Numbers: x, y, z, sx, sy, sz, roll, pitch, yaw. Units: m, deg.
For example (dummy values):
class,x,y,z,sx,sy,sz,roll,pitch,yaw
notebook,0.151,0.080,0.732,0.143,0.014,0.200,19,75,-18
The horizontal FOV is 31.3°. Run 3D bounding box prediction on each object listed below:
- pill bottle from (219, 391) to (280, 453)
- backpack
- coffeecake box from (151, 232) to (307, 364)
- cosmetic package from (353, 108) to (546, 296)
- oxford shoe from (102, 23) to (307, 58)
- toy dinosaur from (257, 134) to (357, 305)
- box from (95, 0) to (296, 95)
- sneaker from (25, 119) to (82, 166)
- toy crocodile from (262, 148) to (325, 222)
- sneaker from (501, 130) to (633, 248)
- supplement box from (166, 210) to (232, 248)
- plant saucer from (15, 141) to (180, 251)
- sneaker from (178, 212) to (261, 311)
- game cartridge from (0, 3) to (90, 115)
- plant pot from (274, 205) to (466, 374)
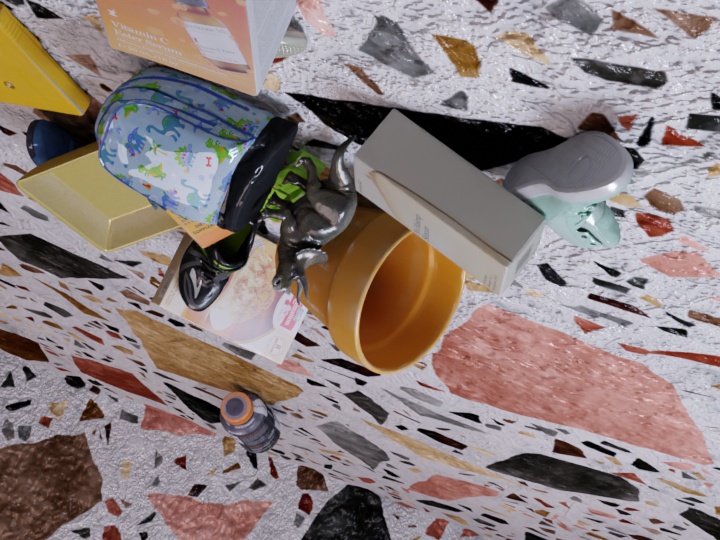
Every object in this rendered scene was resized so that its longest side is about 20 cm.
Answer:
class,x,y,z,sx,sy,sz,roll,pitch,yaw
pill bottle,-0.254,0.338,2.905,0.106,0.106,0.200,15,160,18
backpack,-0.199,-0.143,1.451,0.200,0.154,0.163,39,129,7
coffeecake box,-0.174,0.023,1.850,0.200,0.154,0.073,27,175,-19
cosmetic package,0.092,-0.070,1.352,0.200,0.073,0.104,36,166,13
oxford shoe,-0.149,-0.245,1.252,0.200,0.058,0.075,8,169,-2
toy dinosaur,-0.051,-0.070,1.483,0.102,0.200,0.077,36,-169,-8
box,-0.145,-0.261,1.116,0.152,0.107,0.200,19,162,6
sneaker,-0.383,-0.149,1.764,0.078,0.066,0.200,4,158,21
toy crocodile,-0.102,-0.111,1.577,0.067,0.062,0.200,28,156,-18
sneaker,0.236,-0.073,1.275,0.118,0.074,0.200,35,168,-18
supplement box,-0.231,-0.119,1.603,0.066,0.069,0.200,-25,129,22
plant saucer,-0.320,-0.115,1.719,0.200,0.049,0.200,-17,145,22
sneaker,-0.193,-0.021,1.732,0.071,0.083,0.200,26,120,-15
game cartridge,-0.448,-0.264,1.562,0.176,0.032,0.200,12,157,25
plant pot,0.000,0.000,1.593,0.183,0.200,0.200,28,169,36
